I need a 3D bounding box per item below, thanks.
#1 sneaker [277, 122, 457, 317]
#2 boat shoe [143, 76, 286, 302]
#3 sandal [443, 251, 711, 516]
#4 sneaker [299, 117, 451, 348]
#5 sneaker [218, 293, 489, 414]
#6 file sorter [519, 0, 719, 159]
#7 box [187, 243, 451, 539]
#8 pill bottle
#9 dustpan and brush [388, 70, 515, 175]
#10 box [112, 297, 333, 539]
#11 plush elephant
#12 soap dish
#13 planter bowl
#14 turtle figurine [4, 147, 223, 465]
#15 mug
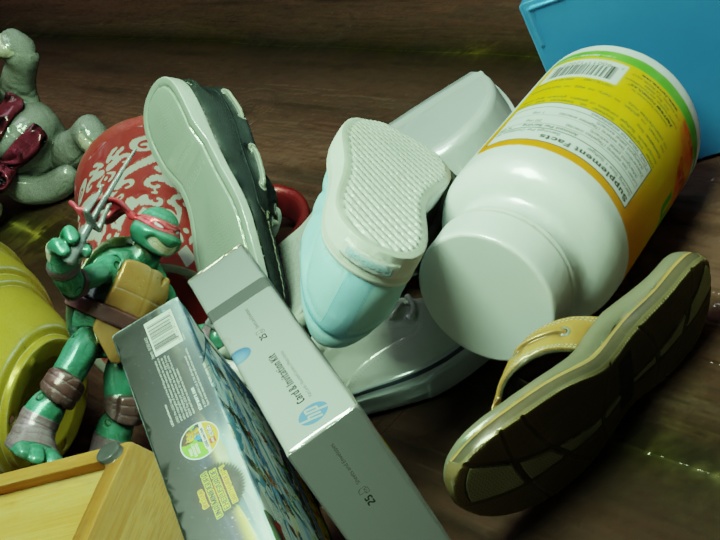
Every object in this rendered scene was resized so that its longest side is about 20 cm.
[{"bbox_3d":[0.000,0.000,0.910,0.201,0.099,0.071,-53,39,23],"label":"sneaker"},{"bbox_3d":[-0.084,-0.048,0.910,0.060,0.202,0.076,-3,-27,-40],"label":"boat shoe"},{"bbox_3d":[0.108,0.052,0.693,0.054,0.081,0.200,30,56,35],"label":"sandal"},{"bbox_3d":[-0.002,-0.024,0.752,0.082,0.073,0.200,-58,3,24],"label":"sneaker"},{"bbox_3d":[0.003,0.043,0.821,0.198,0.071,0.073,-25,28,6],"label":"sneaker"},{"bbox_3d":[0.228,-0.167,0.881,0.198,0.140,0.123,-15,27,26],"label":"file sorter"},{"bbox_3d":[-0.011,0.088,0.675,0.041,0.157,0.200,-35,29,-5],"label":"box"},{"bbox_3d":[0.115,-0.039,0.783,0.110,0.112,0.200,-5,30,39],"label":"pill bottle"},{"bbox_3d":[0.071,-0.073,0.979,0.139,0.058,0.200,-33,21,-2],"label":"dustpan and brush"},{"bbox_3d":[-0.041,0.124,0.602,0.040,0.137,0.201,-30,47,1],"label":"box"},{"bbox_3d":[-0.377,-0.117,1.362,0.154,0.165,0.200,-36,-4,-40],"label":"plush elephant"},{"bbox_3d":[-0.199,0.184,0.779,0.198,0.082,0.158,-16,31,23],"label":"soap dish"},{"bbox_3d":[-0.240,0.082,0.898,0.083,0.202,0.201,11,44,22],"label":"planter bowl"},{"bbox_3d":[-0.146,0.032,0.856,0.100,0.149,0.202,18,86,65],"label":"turtle figurine"},{"bbox_3d":[-0.134,-0.023,1.004,0.176,0.134,0.201,-27,31,9],"label":"mug"}]
